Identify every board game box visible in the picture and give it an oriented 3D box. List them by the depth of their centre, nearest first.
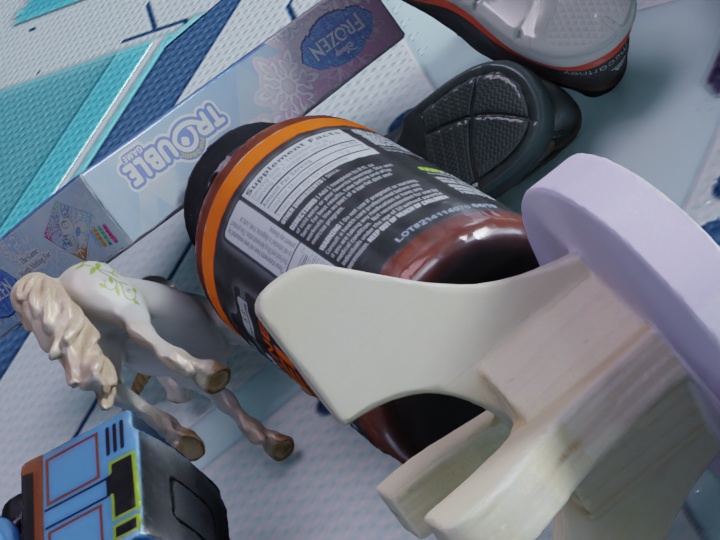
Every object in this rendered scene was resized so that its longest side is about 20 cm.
[{"bbox_3d":[-0.099,-0.049,1.041,0.200,0.044,0.199,-40,7,-36],"label":"board game box"}]

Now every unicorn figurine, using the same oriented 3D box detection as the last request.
[{"bbox_3d":[-0.086,0.036,0.938,0.137,0.200,0.074,33,83,32],"label":"unicorn figurine"}]

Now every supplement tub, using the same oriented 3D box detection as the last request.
[{"bbox_3d":[0.000,0.000,0.862,0.107,0.107,0.200,-46,36,-7],"label":"supplement tub"}]

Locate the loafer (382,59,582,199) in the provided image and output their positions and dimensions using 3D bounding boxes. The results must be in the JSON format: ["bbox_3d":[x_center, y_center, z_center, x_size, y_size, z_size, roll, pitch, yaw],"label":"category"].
[{"bbox_3d":[0.016,-0.030,0.973,0.199,0.063,0.072,-28,73,29],"label":"loafer"}]

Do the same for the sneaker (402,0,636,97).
[{"bbox_3d":[0.044,-0.138,0.976,0.200,0.082,0.077,40,80,26],"label":"sneaker"}]

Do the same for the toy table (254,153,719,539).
[{"bbox_3d":[0.065,0.049,0.679,0.117,0.184,0.200,-37,-10,-5],"label":"toy table"}]

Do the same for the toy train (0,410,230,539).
[{"bbox_3d":[-0.105,0.156,0.810,0.114,0.087,0.201,-30,41,19],"label":"toy train"}]
